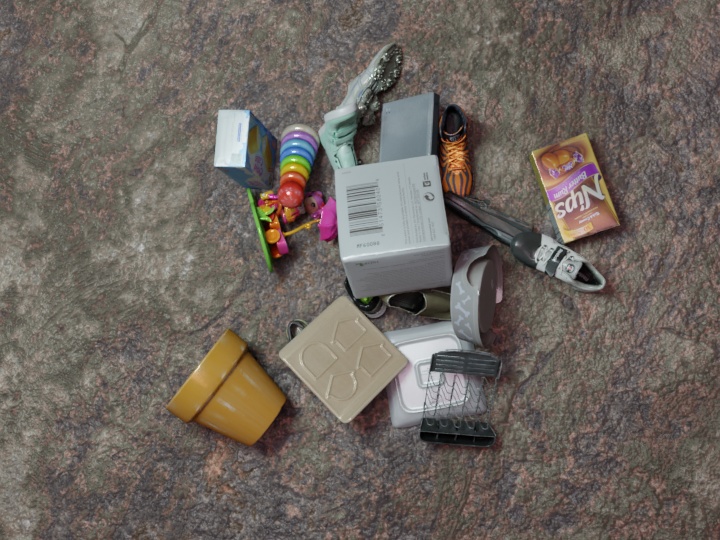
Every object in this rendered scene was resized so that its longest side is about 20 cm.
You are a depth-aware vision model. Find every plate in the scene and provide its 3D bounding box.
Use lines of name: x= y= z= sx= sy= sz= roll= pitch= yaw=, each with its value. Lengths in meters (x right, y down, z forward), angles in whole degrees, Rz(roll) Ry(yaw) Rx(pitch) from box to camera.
plate: x=0.143 y=0.210 z=1.416 sx=0.199 sy=0.032 sz=0.201 roll=-12 pitch=84 yaw=7

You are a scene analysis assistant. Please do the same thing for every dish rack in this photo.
dish rack: x=0.196 y=0.246 z=1.345 sx=0.153 sy=0.055 sz=0.201 roll=4 pitch=117 yaw=-2

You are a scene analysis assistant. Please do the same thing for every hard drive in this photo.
hard drive: x=0.098 y=-0.255 z=1.432 sx=0.139 sy=0.033 sz=0.201 roll=-1 pitch=83 yaw=44

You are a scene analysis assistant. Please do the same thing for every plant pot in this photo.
plant pot: x=-0.258 y=0.252 z=1.402 sx=0.183 sy=0.200 sz=0.200 roll=38 pitch=91 yaw=-5

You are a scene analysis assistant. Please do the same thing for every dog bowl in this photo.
dog bowl: x=0.226 y=0.048 z=1.342 sx=0.059 sy=0.200 sz=0.201 roll=4 pitch=85 yaw=23

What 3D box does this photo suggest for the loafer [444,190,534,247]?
loafer: x=0.259 y=-0.113 z=1.406 sx=0.200 sy=0.072 sz=0.063 roll=32 pitch=89 yaw=-4

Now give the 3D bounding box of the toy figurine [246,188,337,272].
toy figurine: x=-0.129 y=-0.112 z=1.459 sx=0.184 sy=0.150 sz=0.200 roll=-16 pitch=58 yaw=-7

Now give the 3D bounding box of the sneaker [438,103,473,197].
sneaker: x=0.187 y=-0.242 z=1.410 sx=0.077 sy=0.112 sz=0.201 roll=-8 pitch=85 yaw=8

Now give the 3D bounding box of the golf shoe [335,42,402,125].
golf shoe: x=0.013 y=-0.405 z=1.474 sx=0.097 sy=0.078 sz=0.200 roll=18 pitch=71 yaw=37

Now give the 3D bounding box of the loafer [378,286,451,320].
loafer: x=0.126 y=0.067 z=1.383 sx=0.199 sy=0.070 sz=0.075 roll=11 pitch=118 yaw=-13

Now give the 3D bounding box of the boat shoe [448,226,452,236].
boat shoe: x=0.091 y=-0.087 z=1.440 sx=0.199 sy=0.072 sz=0.065 roll=15 pitch=51 yaw=21

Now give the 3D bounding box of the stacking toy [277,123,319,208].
stacking toy: x=-0.135 y=-0.209 z=1.423 sx=0.085 sy=0.085 sz=0.200 roll=-2 pitch=49 yaw=8

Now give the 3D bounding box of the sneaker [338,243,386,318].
sneaker: x=0.000 y=0.000 z=1.427 sx=0.074 sy=0.087 sz=0.200 roll=-18 pitch=82 yaw=10

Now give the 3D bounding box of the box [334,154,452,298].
box: x=0.064 y=-0.078 z=1.299 sx=0.199 sy=0.171 sz=0.200 roll=-7 pitch=63 yaw=4

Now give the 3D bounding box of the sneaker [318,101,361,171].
sneaker: x=-0.026 y=-0.264 z=1.411 sx=0.074 sy=0.200 sz=0.118 roll=-24 pitch=89 yaw=-13

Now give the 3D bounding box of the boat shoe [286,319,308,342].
boat shoe: x=-0.099 y=0.192 z=1.436 sx=0.072 sy=0.066 sz=0.201 roll=-30 pitch=81 yaw=5

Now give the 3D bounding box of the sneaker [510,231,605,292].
sneaker: x=0.391 y=-0.019 z=1.350 sx=0.200 sy=0.089 sz=0.074 roll=25 pitch=92 yaw=-3

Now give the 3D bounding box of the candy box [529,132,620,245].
candy box: x=0.430 y=-0.162 z=1.396 sx=0.116 sy=0.056 sz=0.201 roll=-19 pitch=84 yaw=6

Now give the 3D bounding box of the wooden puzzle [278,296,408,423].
wooden puzzle: x=-0.034 y=0.179 z=1.393 sx=0.200 sy=0.046 sz=0.185 roll=43 pitch=71 yaw=13

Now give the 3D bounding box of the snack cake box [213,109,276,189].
snack cake box: x=-0.234 y=-0.245 z=1.429 sx=0.067 sy=0.200 sz=0.115 roll=2 pitch=85 yaw=8
